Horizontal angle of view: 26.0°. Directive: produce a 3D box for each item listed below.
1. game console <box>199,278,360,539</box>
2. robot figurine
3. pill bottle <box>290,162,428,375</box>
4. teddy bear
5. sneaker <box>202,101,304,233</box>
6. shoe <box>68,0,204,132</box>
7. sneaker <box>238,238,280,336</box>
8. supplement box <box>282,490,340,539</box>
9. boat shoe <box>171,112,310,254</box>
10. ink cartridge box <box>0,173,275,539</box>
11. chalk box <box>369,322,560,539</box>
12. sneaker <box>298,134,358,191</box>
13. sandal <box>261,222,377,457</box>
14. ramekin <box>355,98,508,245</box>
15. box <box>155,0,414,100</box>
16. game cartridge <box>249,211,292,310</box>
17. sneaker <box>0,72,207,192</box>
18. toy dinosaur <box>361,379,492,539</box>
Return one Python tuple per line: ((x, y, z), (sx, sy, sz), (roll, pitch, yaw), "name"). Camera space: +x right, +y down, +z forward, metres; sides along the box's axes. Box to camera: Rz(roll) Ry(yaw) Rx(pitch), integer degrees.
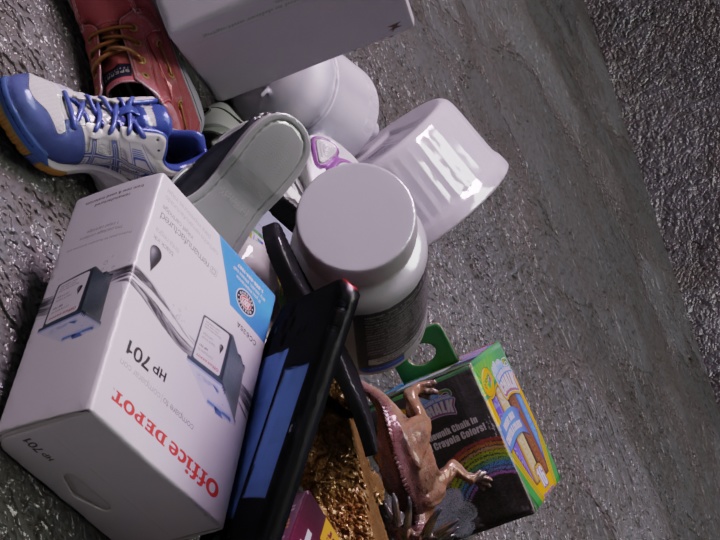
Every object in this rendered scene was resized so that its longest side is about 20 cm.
((-0.058, 0.109, 1.026), (0.177, 0.031, 0.201), (143, -34, -74), "game console")
((-0.056, -0.173, 1.550), (0.200, 0.113, 0.170), (27, 33, -60), "robot figurine")
((0.000, 0.000, 1.292), (0.200, 0.113, 0.114), (86, -11, -65), "pill bottle")
((-0.029, 0.151, 1.273), (0.145, 0.066, 0.201), (39, 34, -69), "teddy bear")
((-0.082, -0.073, 1.427), (0.200, 0.074, 0.089), (55, 24, -27), "sneaker")
((-0.192, -0.179, 1.275), (0.091, 0.071, 0.201), (-75, 141, -69), "shoe")
((-0.080, 0.062, 1.176), (0.073, 0.084, 0.201), (22, 60, -32), "sneaker")
((-0.061, 0.260, 1.076), (0.111, 0.085, 0.200), (58, 21, -17), "supplement box")
((-0.119, -0.041, 1.194), (0.076, 0.200, 0.060), (53, -16, -18), "boat shoe")
((-0.144, 0.061, 1.049), (0.147, 0.085, 0.201), (49, 36, -37), "ink cartridge box")
((0.093, 0.151, 1.538), (0.201, 0.124, 0.124), (67, 20, 1), "chalk box")
((-0.027, -0.029, 1.488), (0.075, 0.099, 0.201), (-30, 103, -44), "sneaker")
((-0.040, 0.058, 1.206), (0.201, 0.045, 0.075), (63, 3, -17), "sandal")
((0.043, -0.086, 1.592), (0.098, 0.200, 0.201), (52, 22, -11), "ramekin")
((-0.079, -0.276, 1.332), (0.200, 0.198, 0.172), (51, 19, -78), "box")
((-0.111, -0.006, 1.300), (0.133, 0.040, 0.201), (38, 28, -22), "game cartridge")
((-0.191, -0.111, 1.173), (0.200, 0.088, 0.076), (27, 41, -59), "sneaker")
((0.042, 0.180, 1.415), (0.201, 0.085, 0.136), (64, 25, -7), "toy dinosaur")
